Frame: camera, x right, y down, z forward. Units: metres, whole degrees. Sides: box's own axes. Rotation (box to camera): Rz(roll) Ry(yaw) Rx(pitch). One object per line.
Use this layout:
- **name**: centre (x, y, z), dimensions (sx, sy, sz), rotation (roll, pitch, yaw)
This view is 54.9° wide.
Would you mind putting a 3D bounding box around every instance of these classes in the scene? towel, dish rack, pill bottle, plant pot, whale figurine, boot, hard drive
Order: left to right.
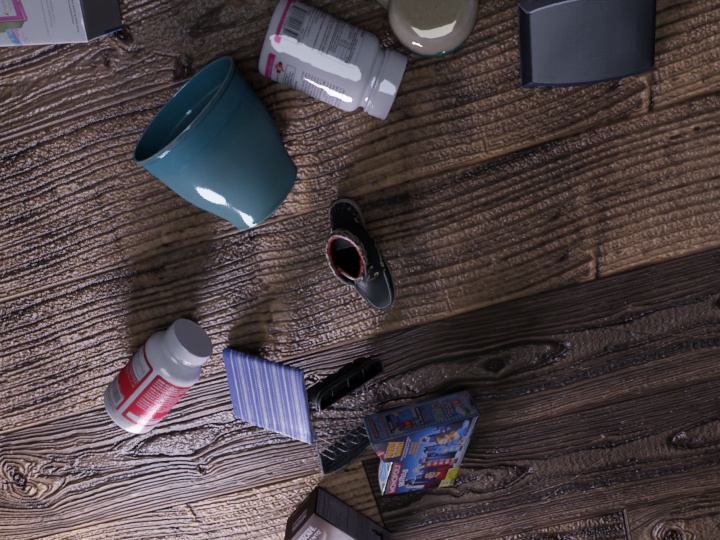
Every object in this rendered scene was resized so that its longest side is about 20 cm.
- **pill bottle**: centre (-0.351, 0.182, 1.214), dimensions (0.112, 0.113, 0.200), rotation (40, 109, -15)
- **plant pot**: centre (-0.197, -0.172, 1.025), dimensions (0.198, 0.202, 0.188), rotation (-35, 123, 16)
- **towel**: centre (-0.162, 0.216, 1.219), dimensions (0.196, 0.024, 0.149), rotation (9, 116, 36)
- **pill bottle**: centre (-0.038, -0.300, 0.996), dimensions (0.196, 0.114, 0.115), rotation (22, 113, -7)
- **dish rack**: centre (-0.021, 0.264, 1.227), dimensions (0.151, 0.054, 0.205), rotation (-25, 120, -36)
- **boot**: centre (-0.002, 0.000, 1.100), dimensions (0.072, 0.155, 0.207), rotation (-20, 111, 11)
- **whale figurine**: centre (0.094, -0.401, 0.971), dimensions (0.155, 0.104, 0.206), rotation (-12, 88, 7)
- **hard drive**: centre (0.330, -0.337, 1.005), dimensions (0.194, 0.043, 0.138), rotation (-6, 113, 5)

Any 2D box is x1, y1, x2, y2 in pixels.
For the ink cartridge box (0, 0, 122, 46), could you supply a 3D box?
- **ink cartridge box**: centre (-0.455, -0.366, 0.966), dimensions (0.194, 0.145, 0.087), rotation (-1, 115, 2)

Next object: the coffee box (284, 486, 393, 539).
- **coffee box**: centre (-0.042, 0.537, 1.372), dimensions (0.198, 0.080, 0.115), rotation (35, 110, -12)

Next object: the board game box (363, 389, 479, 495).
- **board game box**: centre (0.094, 0.314, 1.251), dimensions (0.194, 0.062, 0.204), rotation (-1, 127, -18)
